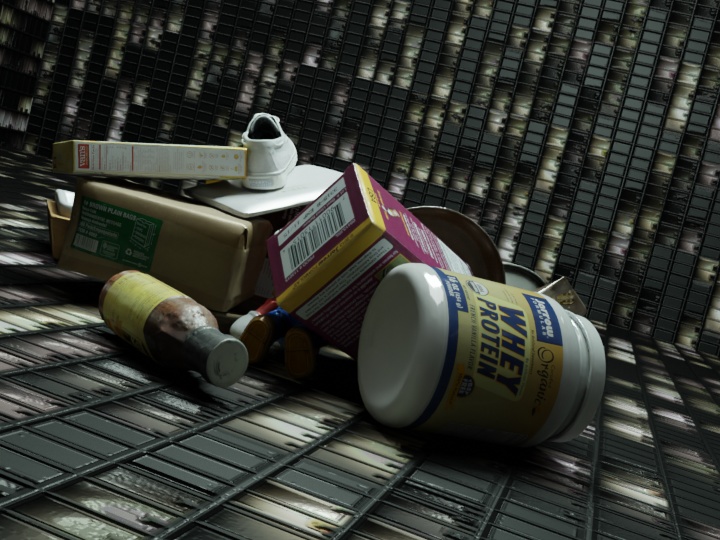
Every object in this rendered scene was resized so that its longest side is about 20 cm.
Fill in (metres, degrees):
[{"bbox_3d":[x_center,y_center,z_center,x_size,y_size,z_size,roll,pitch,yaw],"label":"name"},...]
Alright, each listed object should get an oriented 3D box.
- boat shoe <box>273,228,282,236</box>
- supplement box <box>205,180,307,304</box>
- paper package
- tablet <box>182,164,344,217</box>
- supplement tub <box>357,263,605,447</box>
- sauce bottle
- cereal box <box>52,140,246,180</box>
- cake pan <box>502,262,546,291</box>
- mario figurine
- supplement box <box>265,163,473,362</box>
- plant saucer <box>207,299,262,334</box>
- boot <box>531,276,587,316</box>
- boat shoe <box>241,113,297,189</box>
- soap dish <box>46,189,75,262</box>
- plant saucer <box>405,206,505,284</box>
[{"bbox_3d":[-0.004,-0.020,1.024,0.197,0.065,0.071,18,13,-25],"label":"boat shoe"},{"bbox_3d":[-0.123,-0.046,1.282,0.196,0.201,0.133,15,5,-3],"label":"supplement box"},{"bbox_3d":[-0.217,-0.033,1.064,0.196,0.106,0.191,16,4,1],"label":"paper package"},{"bbox_3d":[-0.099,-0.099,1.110,0.198,0.014,0.129,-16,27,-41],"label":"tablet"},{"bbox_3d":[0.110,0.082,0.848,0.197,0.147,0.144,13,5,-24],"label":"supplement tub"},{"bbox_3d":[-0.167,0.051,0.813,0.065,0.067,0.199,11,6,-38],"label":"sauce bottle"},{"bbox_3d":[-0.245,-0.126,1.068,0.196,0.040,0.143,-1,6,-26],"label":"cereal box"},{"bbox_3d":[0.151,0.063,1.203,0.196,0.037,0.202,-3,-37,-2],"label":"cake pan"},{"bbox_3d":[-0.060,0.074,0.994,0.124,0.106,0.200,51,19,1],"label":"mario figurine"},{"bbox_3d":[0.020,0.012,0.932,0.199,0.130,0.104,39,22,-35],"label":"supplement box"},{"bbox_3d":[-0.200,0.039,1.079,0.196,0.030,0.200,16,5,-1],"label":"plant saucer"},{"bbox_3d":[0.194,0.075,1.031,0.184,0.065,0.200,-2,-30,-39],"label":"boot"},{"bbox_3d":[-0.118,-0.158,1.144,0.070,0.070,0.201,3,21,3],"label":"boat shoe"},{"bbox_3d":[-0.361,-0.051,1.292,0.155,0.083,0.200,14,5,-22],"label":"soap dish"},{"bbox_3d":[0.073,0.021,1.097,0.196,0.204,0.032,14,14,-10],"label":"plant saucer"}]
